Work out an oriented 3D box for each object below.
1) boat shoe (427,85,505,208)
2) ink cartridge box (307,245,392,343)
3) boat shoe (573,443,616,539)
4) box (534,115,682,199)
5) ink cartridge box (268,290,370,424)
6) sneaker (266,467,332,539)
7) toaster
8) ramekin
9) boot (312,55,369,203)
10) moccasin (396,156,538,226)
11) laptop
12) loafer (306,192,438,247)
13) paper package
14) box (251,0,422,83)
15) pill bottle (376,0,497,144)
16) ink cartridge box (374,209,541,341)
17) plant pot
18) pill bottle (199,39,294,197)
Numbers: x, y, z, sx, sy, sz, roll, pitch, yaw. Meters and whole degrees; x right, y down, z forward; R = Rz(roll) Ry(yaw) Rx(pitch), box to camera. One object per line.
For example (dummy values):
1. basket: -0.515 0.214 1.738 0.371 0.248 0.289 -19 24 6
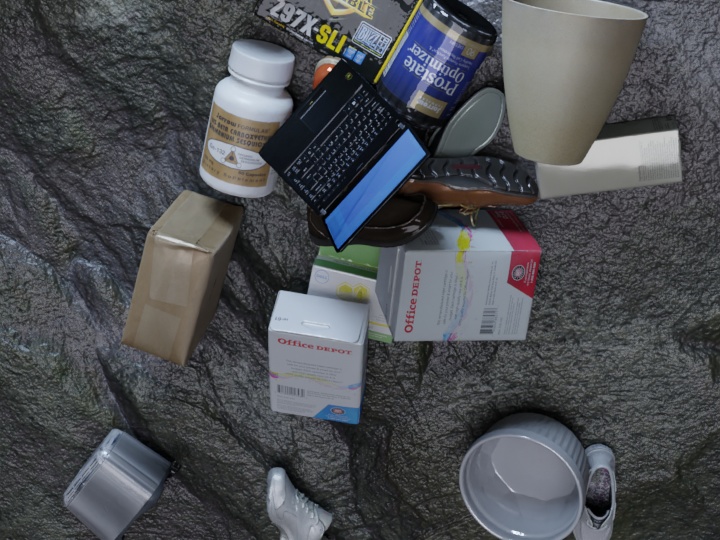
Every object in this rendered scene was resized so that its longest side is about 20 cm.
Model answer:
1. boat shoe: 0.133 -0.183 1.670 0.075 0.061 0.201 24 116 -26
2. ink cartridge box: 0.000 0.000 1.785 0.144 0.048 0.201 14 119 2
3. boat shoe: 0.380 0.378 1.895 0.071 0.069 0.202 8 116 4
4. box: 0.343 -0.157 1.647 0.198 0.068 0.083 -5 114 11
5. ink cartridge box: -0.062 0.133 1.800 0.143 0.085 0.201 9 138 5
6. sneaker: -0.099 0.405 1.983 0.098 0.078 0.201 -12 122 6
7. toaster: -0.404 0.357 1.977 0.129 0.114 0.200 38 116 -8
8. ramekin: 0.262 0.318 1.842 0.199 0.105 0.202 10 116 22
9. boot: -0.035 -0.193 1.646 0.074 0.107 0.201 4 125 22
10. moccasin: 0.147 -0.111 1.640 0.199 0.074 0.078 -2 140 -10
11. laptop: -0.026 -0.153 1.550 0.200 0.103 0.177 46 101 9
12. loafer: 0.008 -0.076 1.609 0.198 0.073 0.072 -7 133 26
13. paper package: -0.260 0.007 1.745 0.103 0.191 0.201 19 116 1
14. box: -0.026 -0.374 1.610 0.199 0.049 0.160 29 118 -6
15. pill bottle: 0.091 -0.265 1.607 0.111 0.112 0.201 28 115 -6
16. ink cartridge box: 0.133 0.005 1.683 0.198 0.145 0.146 1 118 -13
17. plant pot: 0.260 -0.246 1.540 0.186 0.188 0.202 9 111 4
18. pill bottle: -0.155 -0.215 1.667 0.113 0.115 0.201 16 116 1
